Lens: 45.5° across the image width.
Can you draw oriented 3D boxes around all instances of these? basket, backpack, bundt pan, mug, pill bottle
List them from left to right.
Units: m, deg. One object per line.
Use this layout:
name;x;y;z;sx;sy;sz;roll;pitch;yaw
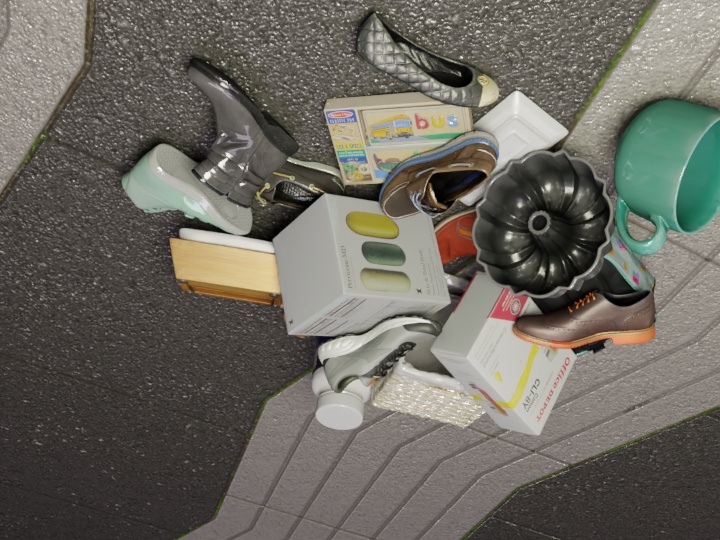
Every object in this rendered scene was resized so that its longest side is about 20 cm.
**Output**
pill bottle;-0.027;0.164;1.479;0.108;0.203;0.112;4;142;3
basket;0.131;0.132;1.421;0.194;0.203;0.162;15;143;-12
bundt pan;0.255;-0.054;1.161;0.199;0.206;0.075;-19;155;29
backpack;0.328;0.008;1.274;0.174;0.156;0.199;-24;134;37
mug;0.381;-0.129;1.081;0.114;0.183;0.155;30;141;42

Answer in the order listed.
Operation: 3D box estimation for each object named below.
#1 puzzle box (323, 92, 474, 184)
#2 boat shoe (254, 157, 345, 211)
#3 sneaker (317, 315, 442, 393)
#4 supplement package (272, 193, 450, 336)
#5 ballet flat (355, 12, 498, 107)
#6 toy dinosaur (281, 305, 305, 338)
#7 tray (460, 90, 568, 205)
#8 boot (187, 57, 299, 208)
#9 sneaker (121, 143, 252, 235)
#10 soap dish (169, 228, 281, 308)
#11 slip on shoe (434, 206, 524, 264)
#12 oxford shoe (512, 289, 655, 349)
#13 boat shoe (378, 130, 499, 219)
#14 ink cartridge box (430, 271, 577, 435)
puzzle box;0.058;-0.178;1.167;0.195;0.026;0.135;-1;135;16
boat shoe;-0.120;-0.127;1.245;0.196;0.062;0.072;10;142;-4
sneaker;0.033;0.120;1.250;0.197;0.081;0.074;-23;157;22
supplement package;0.000;0.000;1.254;0.197;0.155;0.150;5;153;-38
ballet flat;0.087;-0.253;1.058;0.196;0.067;0.057;18;135;-15
toy dinosaur;-0.119;0.055;1.490;0.195;0.060;0.109;2;104;9
tray;0.182;-0.159;1.196;0.106;0.023;0.199;28;136;-26
boot;-0.183;-0.174;1.144;0.132;0.070;0.199;-45;124;6
sneaker;-0.260;-0.108;1.287;0.117;0.075;0.199;-19;138;39
soap dish;-0.199;0.000;1.357;0.195;0.083;0.157;9;168;-5
slip on shoe;0.172;-0.051;1.299;0.198;0.062;0.074;-24;134;35
oxford shoe;0.307;0.060;1.187;0.195;0.071;0.074;-5;112;0
boat shoe;0.096;-0.115;1.150;0.072;0.073;0.198;38;133;-25
ink cartridge box;0.216;0.123;1.263;0.083;0.146;0.200;4;144;52
